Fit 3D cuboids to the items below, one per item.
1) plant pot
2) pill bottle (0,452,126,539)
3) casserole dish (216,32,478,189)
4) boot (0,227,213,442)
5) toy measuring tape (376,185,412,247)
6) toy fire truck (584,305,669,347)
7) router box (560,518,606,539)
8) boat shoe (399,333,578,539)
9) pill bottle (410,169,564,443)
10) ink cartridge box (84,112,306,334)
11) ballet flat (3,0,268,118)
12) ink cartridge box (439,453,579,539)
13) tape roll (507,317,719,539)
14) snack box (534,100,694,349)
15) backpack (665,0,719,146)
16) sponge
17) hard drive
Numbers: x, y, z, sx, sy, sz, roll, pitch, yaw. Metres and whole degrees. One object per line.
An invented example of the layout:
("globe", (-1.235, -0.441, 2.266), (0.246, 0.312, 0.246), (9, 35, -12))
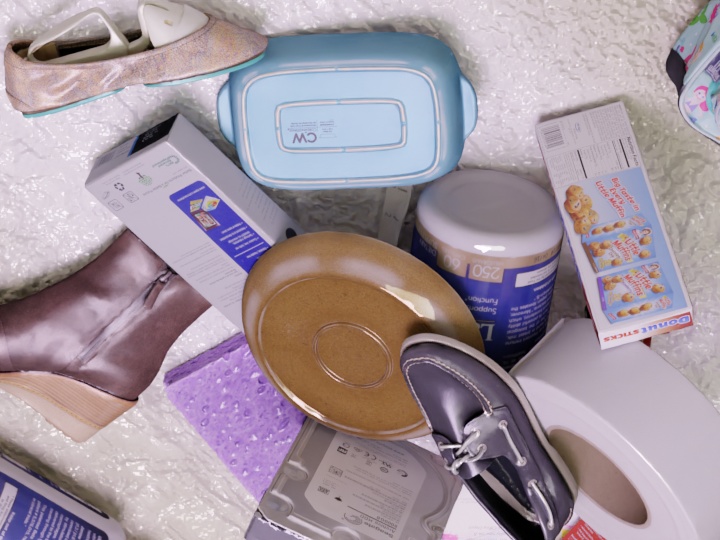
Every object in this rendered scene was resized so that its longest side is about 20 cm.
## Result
("plant pot", (-0.003, 0.059, 1.698), (0.199, 0.028, 0.201), (14, 132, 16))
("pill bottle", (-0.264, 0.235, 1.840), (0.200, 0.111, 0.111), (33, 114, -21))
("casserole dish", (-0.013, -0.114, 1.666), (0.199, 0.039, 0.122), (-1, 113, 9))
("boot", (-0.236, 0.026, 1.755), (0.200, 0.072, 0.166), (37, 100, -21))
("toy measuring tape", (0.000, 0.000, 1.736), (0.073, 0.074, 0.201), (7, 121, -8))
("toy fire truck", (0.209, 0.062, 1.748), (0.048, 0.141, 0.201), (-6, 121, 0))
("router box", (0.215, 0.294, 1.885), (0.180, 0.049, 0.200), (-48, 134, 8))
("boat shoe", (0.093, 0.130, 1.655), (0.072, 0.063, 0.200), (-19, 121, 37))
("pill bottle", (0.090, 0.033, 1.738), (0.115, 0.116, 0.201), (3, 121, -6))
("ink cartridge box", (-0.109, -0.029, 1.714), (0.099, 0.039, 0.200), (-24, 122, 37))
("ballet flat", (-0.169, -0.164, 1.632), (0.199, 0.068, 0.068), (-14, 114, 3))
("ink cartridge box", (0.122, 0.210, 1.877), (0.116, 0.068, 0.201), (0, 120, -4))
("tape roll", (0.199, 0.132, 1.674), (0.071, 0.202, 0.203), (-43, 120, -18))
("snack box", (0.187, -0.037, 1.656), (0.072, 0.201, 0.024), (-14, 144, 2))
("backpack", (0.343, -0.157, 1.628), (0.177, 0.151, 0.200), (32, 110, -20))
("sponge", (-0.062, 0.135, 1.841), (0.111, 0.030, 0.200), (-31, 117, 13))
("hard drive", (-0.001, 0.182, 1.722), (0.139, 0.200, 0.038), (25, 117, 3))
